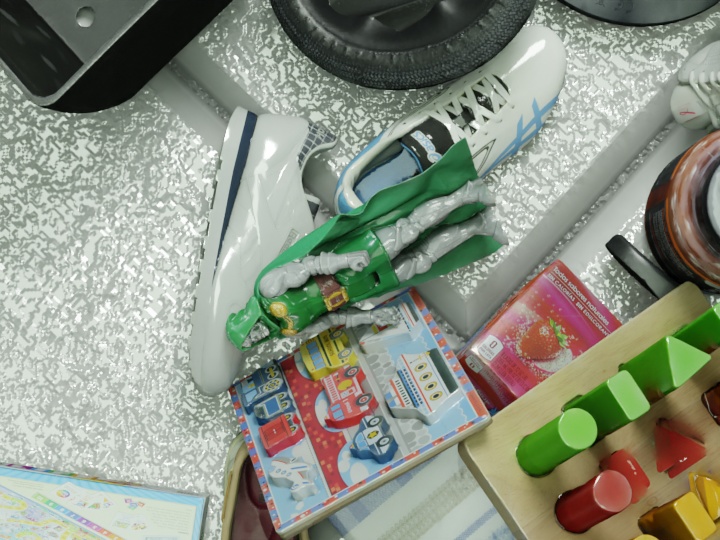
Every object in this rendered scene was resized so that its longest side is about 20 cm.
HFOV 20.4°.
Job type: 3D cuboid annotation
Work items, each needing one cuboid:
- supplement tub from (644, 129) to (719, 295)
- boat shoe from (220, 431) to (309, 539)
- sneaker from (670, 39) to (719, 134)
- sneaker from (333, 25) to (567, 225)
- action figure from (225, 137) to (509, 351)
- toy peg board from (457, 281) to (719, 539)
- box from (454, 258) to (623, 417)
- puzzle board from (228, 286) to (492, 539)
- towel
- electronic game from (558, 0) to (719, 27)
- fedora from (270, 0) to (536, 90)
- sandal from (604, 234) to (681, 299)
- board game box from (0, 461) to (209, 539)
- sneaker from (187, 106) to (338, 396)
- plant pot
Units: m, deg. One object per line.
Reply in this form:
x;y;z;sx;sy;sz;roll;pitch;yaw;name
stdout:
0.246;-0.038;1.303;0.106;0.200;0.108;0;88;2;supplement tub
-0.067;0.208;1.368;0.073;0.066;0.202;-6;89;1;boat shoe
0.253;-0.118;1.314;0.099;0.200;0.078;-28;93;10;sneaker
0.066;-0.093;1.375;0.200;0.072;0.072;-42;86;-2;sneaker
0.000;0.000;1.340;0.199;0.119;0.055;-27;46;-1;action figure
0.202;0.128;1.239;0.199;0.098;0.200;-32;83;-20;toy peg board
0.156;0.104;1.340;0.200;0.100;0.095;46;68;3;box
-0.007;0.085;1.315;0.150;0.200;0.017;-30;117;1;puzzle board
0.079;0.183;1.388;0.147;0.024;0.200;-41;87;0;towel
0.192;-0.268;1.392;0.198;0.042;0.202;1;82;-4;electronic game
0.038;-0.213;1.359;0.199;0.091;0.203;2;94;21;fedora
0.237;0.055;1.367;0.200;0.075;0.045;41;90;10;sandal
-0.212;0.208;1.389;0.198;0.034;0.136;9;88;2;board game box
-0.071;-0.009;1.378;0.080;0.076;0.202;12;90;-7;sneaker
-0.174;-0.220;1.324;0.199;0.177;0.200;-44;76;0;plant pot
